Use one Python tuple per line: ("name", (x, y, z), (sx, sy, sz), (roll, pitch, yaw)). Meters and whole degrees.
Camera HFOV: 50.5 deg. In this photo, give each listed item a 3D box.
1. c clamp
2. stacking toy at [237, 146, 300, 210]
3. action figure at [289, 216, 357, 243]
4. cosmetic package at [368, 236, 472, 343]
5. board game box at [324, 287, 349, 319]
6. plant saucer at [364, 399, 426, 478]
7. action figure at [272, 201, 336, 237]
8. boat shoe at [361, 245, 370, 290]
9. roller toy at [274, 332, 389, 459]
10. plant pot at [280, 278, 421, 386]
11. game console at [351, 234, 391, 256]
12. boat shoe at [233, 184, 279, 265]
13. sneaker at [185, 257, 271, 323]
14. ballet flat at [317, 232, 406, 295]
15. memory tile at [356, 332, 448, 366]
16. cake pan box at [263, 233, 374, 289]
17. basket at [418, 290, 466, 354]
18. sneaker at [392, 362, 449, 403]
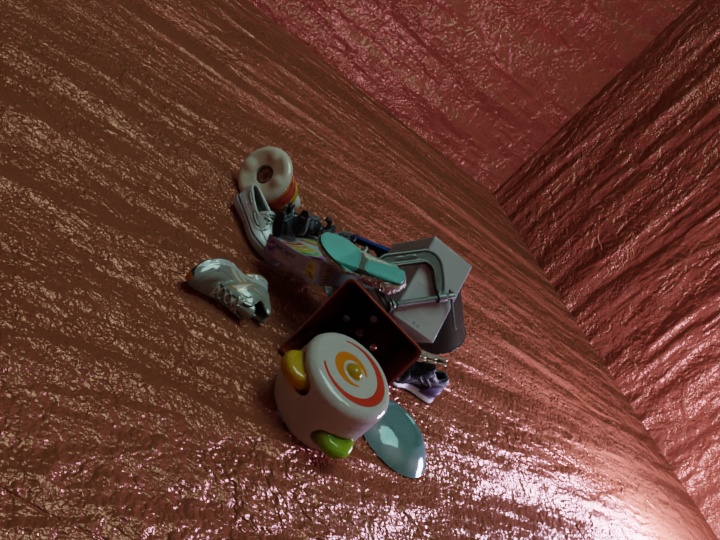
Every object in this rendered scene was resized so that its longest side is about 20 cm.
("c clamp", (0.115, 0.040, 1.591), (0.198, 0.027, 0.173), (-1, 87, -25))
("stacking toy", (-0.202, -0.204, 1.897), (0.147, 0.146, 0.200), (56, 6, 25))
("action figure", (-0.113, -0.086, 1.819), (0.198, 0.070, 0.130), (24, 33, 11))
("cosmetic package", (0.116, 0.046, 1.717), (0.122, 0.201, 0.199), (34, -16, -20))
("board game box", (0.013, 0.049, 1.831), (0.158, 0.039, 0.199), (45, 40, 16))
("plant saucer", (0.074, 0.323, 1.548), (0.201, 0.039, 0.202), (40, 21, -19))
("action figure", (-0.121, -0.105, 1.677), (0.129, 0.070, 0.200), (15, 8, 12))
("boat shoe", (0.000, 0.000, 1.802), (0.063, 0.072, 0.200), (51, 15, -12))
("roller toy", (-0.048, 0.208, 1.343), (0.200, 0.140, 0.182), (48, 30, 4))
("plant pot", (-0.009, 0.142, 1.525), (0.200, 0.200, 0.176), (46, 9, 0))
("game console", (0.059, 0.002, 1.934), (0.169, 0.120, 0.199), (19, 3, -34))
("boat shoe", (-0.219, -0.106, 1.700), (0.201, 0.067, 0.073), (57, 23, 21))
("sneaker", (-0.234, 0.043, 1.416), (0.199, 0.076, 0.093), (19, 37, -49))
("ballet flat", (-0.004, -0.005, 1.514), (0.198, 0.064, 0.076), (28, 53, -5))
("memory tile", (0.089, 0.177, 1.728), (0.198, 0.017, 0.153), (16, 0, 35))
("cake pan box", (-0.076, -0.017, 1.628), (0.199, 0.053, 0.184), (6, 20, -45))
("basket", (0.201, 0.081, 1.967), (0.181, 0.134, 0.202), (-78, 164, -58))
("sneaker", (0.123, 0.227, 1.751), (0.199, 0.088, 0.076), (31, 25, -36))
